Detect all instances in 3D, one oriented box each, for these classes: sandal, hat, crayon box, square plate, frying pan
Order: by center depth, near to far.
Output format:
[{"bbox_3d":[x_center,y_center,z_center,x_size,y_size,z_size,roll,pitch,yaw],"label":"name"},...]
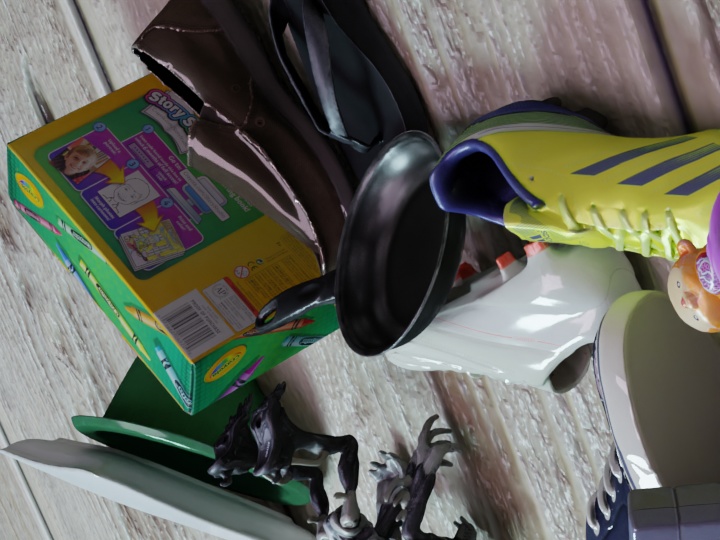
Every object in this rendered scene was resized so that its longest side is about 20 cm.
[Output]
[{"bbox_3d":[0.003,0.012,0.999,0.190,0.031,0.115,-55,32,39],"label":"frying pan"},{"bbox_3d":[-0.025,-0.123,1.024,0.076,0.043,0.201,-10,108,62],"label":"sandal"},{"bbox_3d":[-0.112,-0.022,1.194,0.200,0.119,0.058,47,151,25],"label":"crayon box"},{"bbox_3d":[-0.101,0.047,1.351,0.199,0.177,0.166,21,166,-15],"label":"hat"},{"bbox_3d":[-0.141,0.162,1.418,0.199,0.029,0.198,26,168,-27],"label":"square plate"}]

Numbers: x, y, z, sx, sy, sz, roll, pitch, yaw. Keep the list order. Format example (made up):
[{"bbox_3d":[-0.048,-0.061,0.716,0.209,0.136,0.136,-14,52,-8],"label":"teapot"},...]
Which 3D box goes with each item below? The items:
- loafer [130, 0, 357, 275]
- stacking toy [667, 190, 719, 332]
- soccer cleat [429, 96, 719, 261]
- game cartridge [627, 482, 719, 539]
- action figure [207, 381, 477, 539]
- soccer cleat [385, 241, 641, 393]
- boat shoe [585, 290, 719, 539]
[{"bbox_3d":[-0.062,-0.068,1.100,0.200,0.071,0.073,56,171,16],"label":"loafer"},{"bbox_3d":[0.168,-0.017,0.706,0.116,0.110,0.200,59,149,2],"label":"stacking toy"},{"bbox_3d":[0.109,-0.028,0.841,0.200,0.084,0.065,20,133,52],"label":"soccer cleat"},{"bbox_3d":[0.183,0.175,0.879,0.038,0.129,0.201,-97,-2,-54],"label":"game cartridge"},{"bbox_3d":[0.016,0.137,1.159,0.200,0.102,0.119,36,147,-11],"label":"action figure"},{"bbox_3d":[0.073,0.032,0.986,0.078,0.069,0.200,58,151,-3],"label":"soccer cleat"},{"bbox_3d":[0.134,0.100,0.919,0.093,0.075,0.201,-2,119,48],"label":"boat shoe"}]
